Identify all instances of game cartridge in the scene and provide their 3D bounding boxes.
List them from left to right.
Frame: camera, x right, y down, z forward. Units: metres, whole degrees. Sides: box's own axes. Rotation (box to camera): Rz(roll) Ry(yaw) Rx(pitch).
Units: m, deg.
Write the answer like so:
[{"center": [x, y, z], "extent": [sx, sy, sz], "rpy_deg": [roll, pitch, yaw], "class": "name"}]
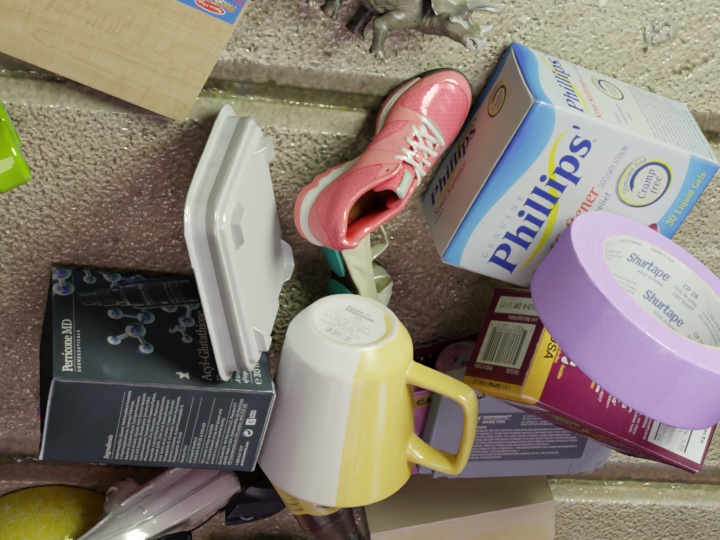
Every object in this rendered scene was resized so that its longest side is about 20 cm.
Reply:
[{"center": [0.161, 0.146, 1.549], "extent": [0.198, 0.042, 0.134], "rpy_deg": [0, 125, -15], "class": "game cartridge"}]

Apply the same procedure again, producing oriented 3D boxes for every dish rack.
[{"center": [-0.098, -0.023, 1.359], "extent": [0.043, 0.172, 0.201], "rpy_deg": [1, 131, 11], "class": "dish rack"}]

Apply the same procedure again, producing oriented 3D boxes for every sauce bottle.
[{"center": [-0.048, 0.223, 1.600], "extent": [0.066, 0.066, 0.201], "rpy_deg": [-28, 112, 11], "class": "sauce bottle"}]

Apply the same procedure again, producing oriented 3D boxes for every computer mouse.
[{"center": [-0.140, 0.257, 1.599], "extent": [0.199, 0.034, 0.059], "rpy_deg": [-25, 163, -32], "class": "computer mouse"}]

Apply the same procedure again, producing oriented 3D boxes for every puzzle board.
[{"center": [-0.201, -0.217, 1.287], "extent": [0.199, 0.017, 0.151], "rpy_deg": [20, 120, -26], "class": "puzzle board"}]

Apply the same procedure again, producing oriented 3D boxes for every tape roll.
[{"center": [0.243, 0.040, 1.331], "extent": [0.199, 0.201, 0.066], "rpy_deg": [20, 122, -25], "class": "tape roll"}]

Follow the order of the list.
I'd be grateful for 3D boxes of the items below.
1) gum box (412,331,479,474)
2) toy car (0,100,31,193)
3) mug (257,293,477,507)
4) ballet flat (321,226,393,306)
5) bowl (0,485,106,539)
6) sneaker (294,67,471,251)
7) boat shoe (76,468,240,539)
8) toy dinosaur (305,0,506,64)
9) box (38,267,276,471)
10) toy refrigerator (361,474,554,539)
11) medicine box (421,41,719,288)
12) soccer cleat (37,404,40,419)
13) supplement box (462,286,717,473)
[{"center": [0.105, 0.130, 1.590], "extent": [0.198, 0.066, 0.114], "rpy_deg": [-13, 131, -2], "class": "gum box"}, {"center": [-0.379, -0.136, 1.239], "extent": [0.163, 0.158, 0.201], "rpy_deg": [-26, 117, -7], "class": "toy car"}, {"center": [0.002, 0.107, 1.433], "extent": [0.185, 0.150, 0.154], "rpy_deg": [-2, 124, -14], "class": "mug"}, {"center": [0.000, 0.000, 1.474], "extent": [0.069, 0.070, 0.201], "rpy_deg": [-12, 128, -3], "class": "ballet flat"}, {"center": [-0.319, 0.331, 1.632], "extent": [0.198, 0.108, 0.201], "rpy_deg": [-6, 128, -8], "class": "bowl"}, {"center": [0.034, -0.088, 1.365], "extent": [0.200, 0.087, 0.074], "rpy_deg": [-47, 119, -4], "class": "sneaker"}, {"center": [-0.220, 0.239, 1.580], "extent": [0.199, 0.069, 0.072], "rpy_deg": [-30, 163, -8], "class": "boat shoe"}, {"center": [0.014, -0.240, 1.292], "extent": [0.199, 0.077, 0.102], "rpy_deg": [36, 102, -27], "class": "toy dinosaur"}, {"center": [-0.190, 0.091, 1.441], "extent": [0.198, 0.149, 0.108], "rpy_deg": [4, 130, -16], "class": "box"}, {"center": [0.103, 0.260, 1.687], "extent": [0.198, 0.076, 0.070], "rpy_deg": [-10, 129, -5], "class": "toy refrigerator"}, {"center": [0.185, -0.079, 1.422], "extent": [0.199, 0.103, 0.183], "rpy_deg": [15, 123, -23], "class": "medicine box"}, {"center": [-0.213, 0.133, 1.538], "extent": [0.198, 0.067, 0.077], "rpy_deg": [9, 94, -12], "class": "soccer cleat"}, {"center": [0.216, 0.098, 1.441], "extent": [0.199, 0.131, 0.104], "rpy_deg": [24, 82, -20], "class": "supplement box"}]
